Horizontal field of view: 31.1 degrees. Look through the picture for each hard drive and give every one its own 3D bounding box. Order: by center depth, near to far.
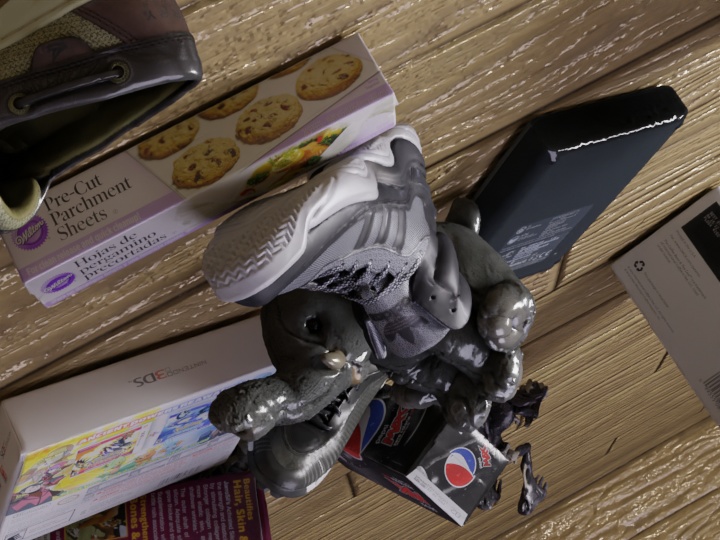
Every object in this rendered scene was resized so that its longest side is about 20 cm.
[{"bbox_3d":[0.134,-0.051,0.941,0.139,0.033,0.200,-17,157,-33],"label":"hard drive"}]

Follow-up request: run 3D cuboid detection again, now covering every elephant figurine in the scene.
[{"bbox_3d":[-0.002,0.023,0.805,0.199,0.155,0.142,11,105,-25],"label":"elephant figurine"}]

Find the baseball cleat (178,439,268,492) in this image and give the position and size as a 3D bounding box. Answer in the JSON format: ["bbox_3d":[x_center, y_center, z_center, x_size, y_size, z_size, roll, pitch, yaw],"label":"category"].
[{"bbox_3d":[-0.116,0.172,1.100,0.200,0.070,0.107,-32,156,-24],"label":"baseball cleat"}]

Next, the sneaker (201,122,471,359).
[{"bbox_3d":[0.000,0.000,0.663,0.075,0.114,0.200,-22,-170,29],"label":"sneaker"}]

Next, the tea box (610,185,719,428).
[{"bbox_3d":[0.377,0.043,1.268,0.134,0.200,0.197,-38,159,22],"label":"tea box"}]

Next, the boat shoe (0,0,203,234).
[{"bbox_3d":[-0.148,-0.045,0.495,0.201,0.066,0.072,-34,163,11],"label":"boat shoe"}]

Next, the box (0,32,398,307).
[{"bbox_3d":[-0.077,-0.049,0.629,0.200,0.042,0.039,-27,162,-6],"label":"box"}]

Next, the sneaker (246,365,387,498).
[{"bbox_3d":[-0.019,0.081,0.938,0.200,0.066,0.091,-50,171,-52],"label":"sneaker"}]

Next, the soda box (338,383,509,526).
[{"bbox_3d":[0.027,0.133,1.015,0.063,0.071,0.200,-52,-157,-13],"label":"soda box"}]

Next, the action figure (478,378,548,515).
[{"bbox_3d":[0.144,0.163,1.384,0.118,0.102,0.201,-6,122,11],"label":"action figure"}]

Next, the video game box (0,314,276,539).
[{"bbox_3d":[-0.164,0.115,0.903,0.200,0.047,0.182,-18,160,-32],"label":"video game box"}]

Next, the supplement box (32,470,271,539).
[{"bbox_3d":[-0.165,0.247,0.997,0.199,0.131,0.103,-8,143,-3],"label":"supplement box"}]
